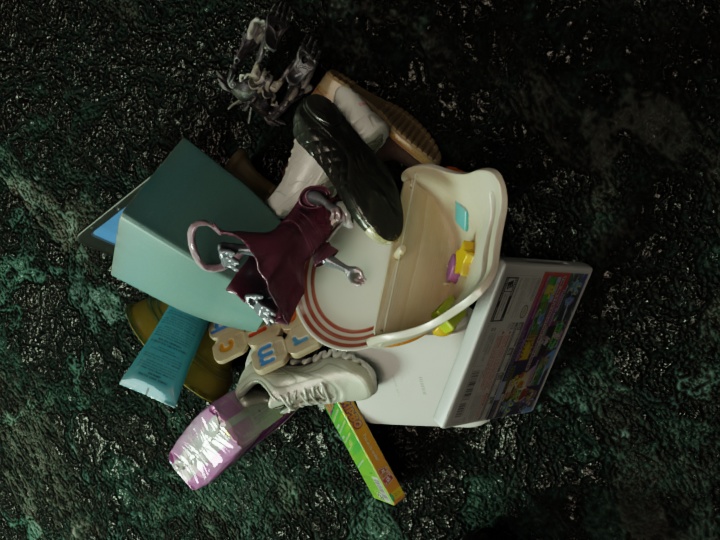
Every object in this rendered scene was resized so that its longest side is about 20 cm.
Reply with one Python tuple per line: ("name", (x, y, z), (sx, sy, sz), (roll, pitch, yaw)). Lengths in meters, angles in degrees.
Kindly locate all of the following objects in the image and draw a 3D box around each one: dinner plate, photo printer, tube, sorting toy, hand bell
("dinner plate", (0.000, 0.000, 0.830), (0.195, 0.024, 0.207), (-12, 68, 29))
("photo printer", (0.079, 0.124, 0.857), (0.194, 0.070, 0.170), (-3, 123, 23))
("tube", (-0.234, 0.073, 0.876), (0.075, 0.204, 0.051), (17, 148, 6))
("sorting toy", (0.095, -0.017, 0.683), (0.104, 0.180, 0.206), (16, 75, -13))
("hand bell", (-0.097, -0.078, 0.924), (0.195, 0.104, 0.107), (25, 110, 3))

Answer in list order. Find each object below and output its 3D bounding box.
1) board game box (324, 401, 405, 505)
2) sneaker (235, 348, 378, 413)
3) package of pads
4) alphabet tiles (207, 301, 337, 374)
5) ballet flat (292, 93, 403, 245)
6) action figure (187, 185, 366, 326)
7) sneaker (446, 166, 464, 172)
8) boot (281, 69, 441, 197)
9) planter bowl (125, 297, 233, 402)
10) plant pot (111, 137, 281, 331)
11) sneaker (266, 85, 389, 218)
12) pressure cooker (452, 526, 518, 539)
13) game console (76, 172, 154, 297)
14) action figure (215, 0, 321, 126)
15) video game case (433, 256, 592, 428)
("board game box", (-0.009, 0.228, 0.934), (0.030, 0.095, 0.203), (-31, 89, -20))
("sneaker", (-0.070, 0.147, 0.844), (0.194, 0.082, 0.077), (-1, 122, 25))
("package of pads", (-0.163, 0.210, 0.931), (0.120, 0.199, 0.076), (-43, 82, 26))
("alphabet tiles", (-0.116, 0.043, 0.898), (0.191, 0.015, 0.203), (-25, 48, -1))
("ballet flat", (-0.013, -0.109, 0.739), (0.203, 0.065, 0.057), (59, 146, 20))
("action figure", (-0.076, -0.032, 0.769), (0.145, 0.201, 0.137), (19, 136, 25))
("sneaker", (0.080, -0.031, 0.844), (0.073, 0.078, 0.206), (19, 107, 19))
("boot", (-0.003, -0.143, 0.878), (0.198, 0.072, 0.169), (37, 124, 12))
("planter bowl", (-0.238, 0.091, 0.969), (0.083, 0.200, 0.200), (-44, 81, -2))
("plant pot", (-0.183, -0.025, 0.834), (0.197, 0.143, 0.142), (33, 143, -5))
("sneaker", (-0.055, -0.147, 0.828), (0.199, 0.077, 0.101), (-39, 79, 26))
("pressure cooker", (0.147, 0.463, 0.860), (0.174, 0.178, 0.203), (37, 112, 9))
("game console", (-0.289, -0.024, 0.987), (0.197, 0.116, 0.180), (-28, 89, 26))
("action figure", (-0.115, -0.262, 0.873), (0.118, 0.104, 0.199), (39, 158, -17))
("video game case", (0.180, 0.083, 0.776), (0.023, 0.178, 0.206), (34, 114, 44))
